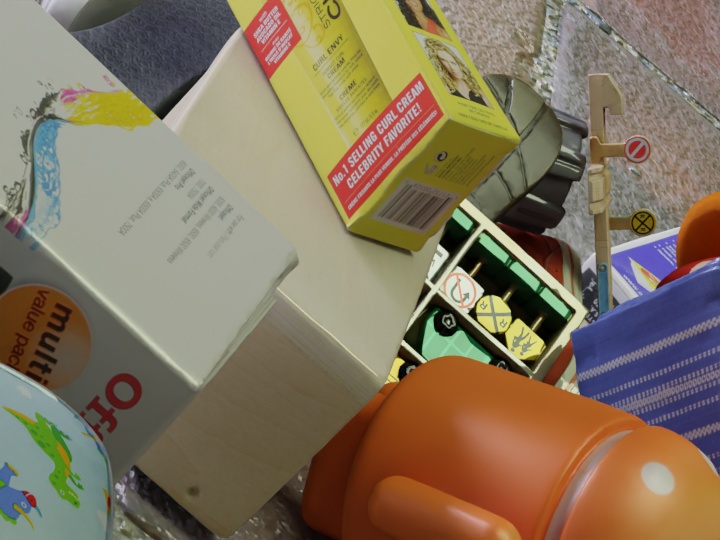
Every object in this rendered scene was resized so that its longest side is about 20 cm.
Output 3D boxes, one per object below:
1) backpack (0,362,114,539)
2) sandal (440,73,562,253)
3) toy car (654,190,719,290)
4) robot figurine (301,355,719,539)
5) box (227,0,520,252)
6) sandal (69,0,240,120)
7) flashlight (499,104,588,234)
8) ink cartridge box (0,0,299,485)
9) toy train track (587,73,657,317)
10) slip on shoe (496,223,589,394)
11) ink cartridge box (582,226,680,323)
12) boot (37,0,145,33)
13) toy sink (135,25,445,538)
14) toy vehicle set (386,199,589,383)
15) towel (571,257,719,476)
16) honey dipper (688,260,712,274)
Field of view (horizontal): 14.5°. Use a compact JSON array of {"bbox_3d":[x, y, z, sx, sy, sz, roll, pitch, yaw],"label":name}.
[{"bbox_3d":[-0.167,0.102,0.830,0.182,0.147,0.201,30,30,-25],"label":"backpack"},{"bbox_3d":[0.020,-0.031,1.408,0.082,0.055,0.200,50,56,-1],"label":"sandal"},{"bbox_3d":[0.226,0.044,1.479,0.149,0.175,0.201,-1,57,-32],"label":"toy car"},{"bbox_3d":[0.073,0.105,1.199,0.199,0.117,0.144,19,-29,32],"label":"robot figurine"},{"bbox_3d":[-0.007,-0.107,1.247,0.050,0.075,0.201,15,38,-46],"label":"box"},{"bbox_3d":[-0.118,-0.077,1.301,0.076,0.043,0.200,40,38,22],"label":"sandal"},{"bbox_3d":[0.017,-0.080,1.474,0.199,0.068,0.068,19,51,-14],"label":"flashlight"},{"bbox_3d":[-0.151,-0.002,1.024,0.200,0.147,0.145,42,23,-4],"label":"ink cartridge box"},{"bbox_3d":[0.139,-0.002,1.485,0.115,0.032,0.202,-35,124,-80],"label":"toy train track"},{"bbox_3d":[0.081,0.035,1.450,0.061,0.074,0.200,23,25,-12],"label":"slip on shoe"},{"bbox_3d":[0.224,0.063,1.661,0.198,0.043,0.200,50,26,12],"label":"ink cartridge box"},{"bbox_3d":[-0.135,-0.152,1.418,0.095,0.074,0.200,33,20,11],"label":"boot"},{"bbox_3d":[-0.056,0.001,1.221,0.130,0.112,0.200,41,24,-9],"label":"toy sink"},{"bbox_3d":[0.000,0.000,1.337,0.200,0.027,0.124,41,59,-7],"label":"toy vehicle set"},{"bbox_3d":[0.147,0.105,1.267,0.024,0.145,0.201,-4,78,-24],"label":"towel"},{"bbox_3d":[0.128,0.064,1.377,0.038,0.038,0.200,41,58,-6],"label":"honey dipper"}]
